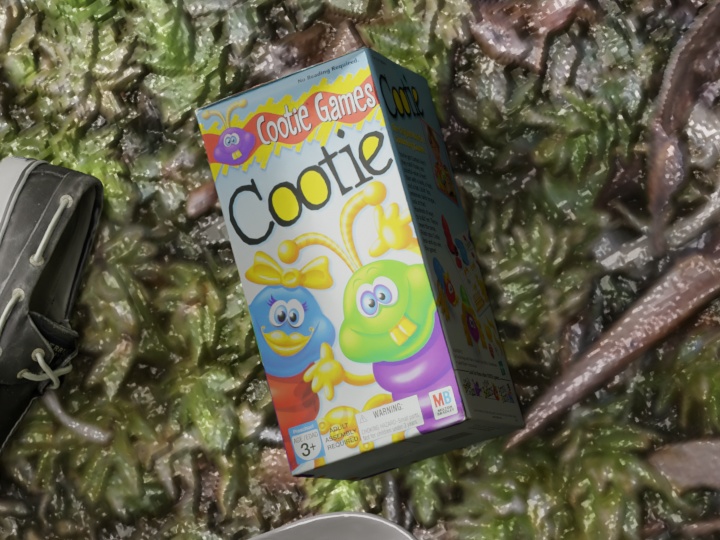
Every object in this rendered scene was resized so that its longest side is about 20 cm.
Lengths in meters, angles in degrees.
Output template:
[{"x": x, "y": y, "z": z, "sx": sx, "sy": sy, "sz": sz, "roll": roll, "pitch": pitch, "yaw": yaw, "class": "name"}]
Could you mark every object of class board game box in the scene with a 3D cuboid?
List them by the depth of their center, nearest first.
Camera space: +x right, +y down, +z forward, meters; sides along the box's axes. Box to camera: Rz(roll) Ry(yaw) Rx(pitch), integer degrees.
[{"x": 0.000, "y": 0.000, "z": 1.436, "sx": 0.103, "sy": 0.105, "sz": 0.201, "roll": -18, "pitch": 78, "yaw": 17, "class": "board game box"}]

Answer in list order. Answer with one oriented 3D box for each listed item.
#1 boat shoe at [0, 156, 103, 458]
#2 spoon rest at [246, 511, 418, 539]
[{"x": -0.193, "y": 0.037, "z": 1.516, "sx": 0.064, "sy": 0.071, "sz": 0.201, "roll": 13, "pitch": 87, "yaw": 21, "class": "boat shoe"}, {"x": -0.052, "y": 0.175, "z": 1.460, "sx": 0.199, "sy": 0.061, "sz": 0.100, "roll": 3, "pitch": 86, "yaw": 20, "class": "spoon rest"}]
